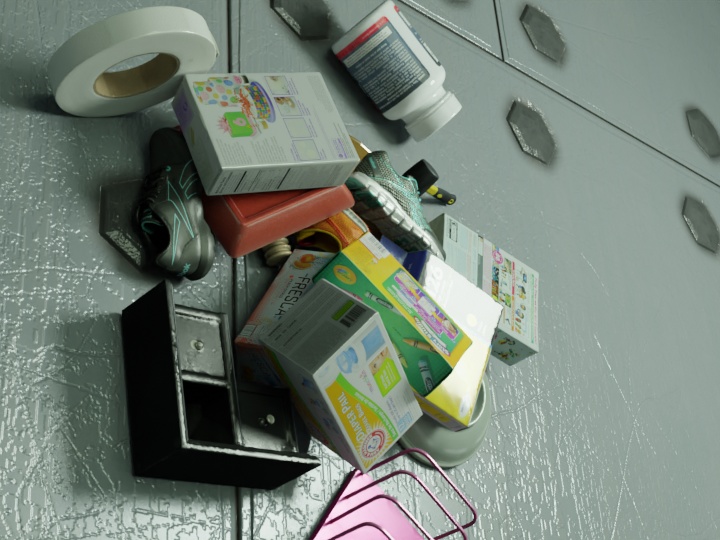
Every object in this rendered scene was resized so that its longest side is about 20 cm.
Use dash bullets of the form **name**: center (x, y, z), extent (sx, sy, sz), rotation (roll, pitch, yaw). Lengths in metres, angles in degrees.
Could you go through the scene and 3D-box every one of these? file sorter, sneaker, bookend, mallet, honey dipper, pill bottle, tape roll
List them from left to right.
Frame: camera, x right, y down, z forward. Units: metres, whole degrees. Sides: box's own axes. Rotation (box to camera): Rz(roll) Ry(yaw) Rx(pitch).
- **tape roll**: center (-0.268, -0.245, 1.517), extent (0.202, 0.202, 0.037), rotation (-7, 70, -49)
- **sneaker**: center (-0.231, -0.086, 1.553), extent (0.079, 0.075, 0.201), rotation (4, 62, -43)
- **bookend**: center (-0.160, 0.136, 1.467), extent (0.199, 0.092, 0.200), rotation (16, 54, -41)
- **honey dipper**: center (-0.136, -0.101, 1.700), extent (0.038, 0.038, 0.201), rotation (3, 60, -46)
- **sneaker**: center (-0.072, -0.081, 1.695), extent (0.077, 0.073, 0.200), rotation (-40, 68, -21)
- **file sorter**: center (0.036, 0.328, 1.523), extent (0.139, 0.125, 0.200), rotation (49, 39, -10)
- **pill bottle**: center (0.060, -0.302, 1.971), extent (0.200, 0.119, 0.120), rotation (51, 39, -9)
- **sneaker**: center (0.060, -0.084, 1.744), extent (0.200, 0.077, 0.091), rotation (47, 56, -30)
- **mallet**: center (0.114, -0.127, 1.918), extent (0.041, 0.066, 0.200), rotation (53, 20, 17)

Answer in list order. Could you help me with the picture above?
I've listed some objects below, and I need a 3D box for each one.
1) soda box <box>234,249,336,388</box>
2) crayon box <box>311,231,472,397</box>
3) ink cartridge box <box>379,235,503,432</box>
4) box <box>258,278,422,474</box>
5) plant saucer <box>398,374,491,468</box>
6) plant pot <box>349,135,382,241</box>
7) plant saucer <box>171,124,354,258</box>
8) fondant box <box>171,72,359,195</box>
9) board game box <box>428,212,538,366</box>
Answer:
- **soda box**: center (-0.086, 0.058, 1.602), extent (0.200, 0.063, 0.069), rotation (-59, 150, -47)
- **crayon box**: center (0.042, 0.051, 1.587), extent (0.200, 0.058, 0.119), rotation (47, 22, 2)
- **ink cartridge box**: center (0.085, 0.078, 1.693), extent (0.200, 0.047, 0.198), rotation (35, 57, -23)
- **box**: center (-0.020, 0.128, 1.520), extent (0.112, 0.101, 0.200), rotation (-44, 137, -19)
- **plant saucer**: center (0.117, 0.166, 1.748), extent (0.199, 0.050, 0.201), rotation (15, 66, -37)
- **plant pot**: center (0.006, -0.124, 1.825), extent (0.200, 0.027, 0.200), rotation (43, 25, -25)
- **plant saucer**: center (-0.131, -0.136, 1.641), extent (0.199, 0.037, 0.200), rotation (-25, 71, -30)
- **fondant box**: center (-0.118, -0.173, 1.596), extent (0.199, 0.058, 0.145), rotation (-6, 61, -35)
- **board game box**: center (0.171, 0.029, 1.867), extent (0.200, 0.064, 0.148), rotation (31, 47, -28)
